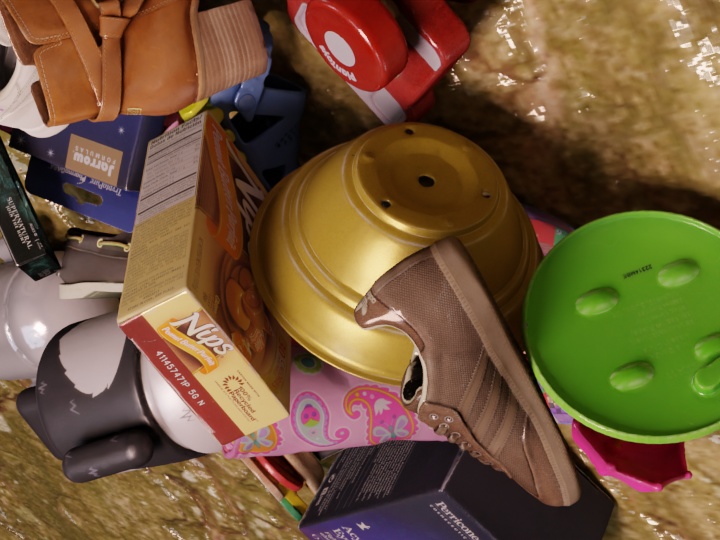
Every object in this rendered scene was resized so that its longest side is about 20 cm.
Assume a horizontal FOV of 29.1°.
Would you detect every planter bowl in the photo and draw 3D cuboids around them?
[{"bbox_3d":[0.034,-0.031,0.870,0.200,0.200,0.084,33,141,14],"label":"planter bowl"}]

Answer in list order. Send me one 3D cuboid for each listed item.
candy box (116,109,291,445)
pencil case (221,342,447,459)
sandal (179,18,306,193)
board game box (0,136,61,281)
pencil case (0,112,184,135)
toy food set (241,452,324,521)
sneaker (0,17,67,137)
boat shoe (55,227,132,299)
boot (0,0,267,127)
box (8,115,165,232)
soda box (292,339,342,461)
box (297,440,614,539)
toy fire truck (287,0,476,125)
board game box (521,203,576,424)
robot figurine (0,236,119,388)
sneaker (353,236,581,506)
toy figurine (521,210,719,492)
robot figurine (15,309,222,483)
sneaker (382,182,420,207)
[{"bbox_3d":[-0.094,0.000,0.895,0.055,0.201,0.116,-25,124,15],"label":"candy box"},{"bbox_3d":[-0.005,0.084,0.969,0.198,0.088,0.088,-1,140,-14],"label":"pencil case"},{"bbox_3d":[-0.071,-0.105,1.000,0.200,0.087,0.080,56,177,-41],"label":"sandal"},{"bbox_3d":[-0.281,-0.063,1.102,0.136,0.028,0.200,66,170,-1],"label":"board game box"},{"bbox_3d":[-0.207,-0.119,1.099,0.199,0.091,0.094,24,168,23],"label":"pencil case"},{"bbox_3d":[-0.103,0.127,1.195,0.198,0.049,0.200,43,169,31],"label":"toy food set"},{"bbox_3d":[-0.222,-0.195,0.966,0.074,0.099,0.202,14,94,29],"label":"sneaker"},{"bbox_3d":[-0.169,-0.011,1.086,0.200,0.071,0.061,-4,88,41],"label":"boat shoe"},{"bbox_3d":[-0.164,-0.192,0.905,0.201,0.154,0.077,70,160,5],"label":"boot"},{"bbox_3d":[-0.195,-0.139,1.027,0.120,0.032,0.202,20,102,27],"label":"box"},{"bbox_3d":[-0.065,0.058,1.150,0.200,0.063,0.071,49,141,-6],"label":"soda box"},{"bbox_3d":[0.073,0.194,1.102,0.148,0.105,0.200,43,144,-15],"label":"box"},{"bbox_3d":[-0.017,-0.184,0.867,0.200,0.112,0.168,46,160,-1],"label":"toy fire truck"},{"bbox_3d":[0.109,0.042,0.998,0.158,0.039,0.201,37,141,9],"label":"board game box"},{"bbox_3d":[-0.303,0.043,1.307,0.199,0.113,0.171,-8,100,46],"label":"robot figurine"},{"bbox_3d":[0.064,0.070,0.816,0.075,0.071,0.201,-26,118,6],"label":"sneaker"},{"bbox_3d":[0.202,0.064,0.883,0.184,0.199,0.151,76,173,-60],"label":"toy figurine"},{"bbox_3d":[-0.165,0.086,1.056,0.199,0.125,0.152,-14,71,29],"label":"robot figurine"},{"bbox_3d":[0.000,0.000,1.035,0.078,0.075,0.201,44,140,26],"label":"sneaker"}]
